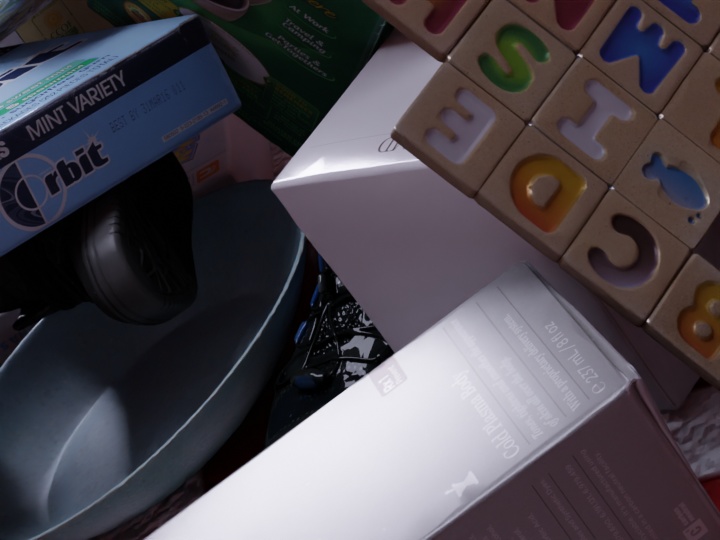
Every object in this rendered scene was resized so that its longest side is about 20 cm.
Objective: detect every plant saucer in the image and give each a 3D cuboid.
[{"bbox_3d":[-0.087,0.048,1.124,0.201,0.039,0.201,-35,25,19],"label":"plant saucer"}]

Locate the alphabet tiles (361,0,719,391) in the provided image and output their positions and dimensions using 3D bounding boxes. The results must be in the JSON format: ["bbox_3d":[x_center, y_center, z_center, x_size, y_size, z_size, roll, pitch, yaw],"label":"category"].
[{"bbox_3d":[0.105,-0.060,0.911,0.167,0.200,0.008,-53,1,-30],"label":"alphabet tiles"}]

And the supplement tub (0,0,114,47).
[{"bbox_3d":[-0.182,-0.168,1.332,0.144,0.200,0.145,-30,22,14],"label":"supplement tub"}]

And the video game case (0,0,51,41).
[{"bbox_3d":[-0.094,-0.166,1.195,0.200,0.023,0.182,-40,4,-19],"label":"video game case"}]

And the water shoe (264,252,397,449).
[{"bbox_3d":[0.000,0.000,1.058,0.071,0.079,0.200,-16,32,38],"label":"water shoe"}]

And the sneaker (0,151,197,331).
[{"bbox_3d":[-0.123,-0.006,1.143,0.104,0.060,0.200,-30,18,10],"label":"sneaker"}]

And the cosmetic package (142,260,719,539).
[{"bbox_3d":[0.007,0.100,0.874,0.200,0.090,0.107,-35,28,-3],"label":"cosmetic package"}]

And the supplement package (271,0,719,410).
[{"bbox_3d":[0.088,-0.059,0.998,0.121,0.120,0.200,-5,40,48],"label":"supplement package"}]

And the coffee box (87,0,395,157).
[{"bbox_3d":[-0.038,-0.117,1.052,0.044,0.123,0.200,-52,-4,-19],"label":"coffee box"}]

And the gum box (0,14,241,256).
[{"bbox_3d":[-0.165,-0.039,1.122,0.170,0.045,0.200,-34,17,-26],"label":"gum box"}]

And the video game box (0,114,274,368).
[{"bbox_3d":[-0.126,-0.027,1.307,0.182,0.047,0.200,-30,26,10],"label":"video game box"}]
